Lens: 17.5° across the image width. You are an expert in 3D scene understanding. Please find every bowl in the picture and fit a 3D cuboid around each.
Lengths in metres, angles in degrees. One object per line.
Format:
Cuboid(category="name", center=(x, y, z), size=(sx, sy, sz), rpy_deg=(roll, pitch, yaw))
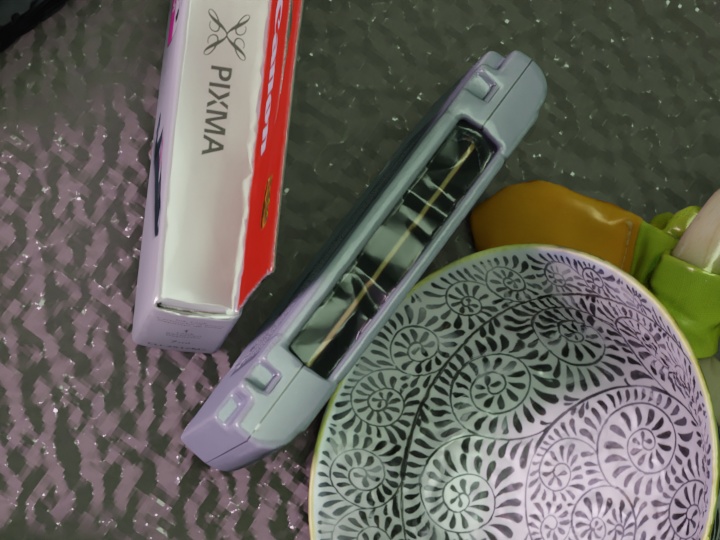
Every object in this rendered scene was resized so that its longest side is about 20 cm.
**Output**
Cuboid(category="bowl", center=(0.084, 0.096, 1.000), size=(0.094, 0.200, 0.202), rpy_deg=(19, 70, -51))

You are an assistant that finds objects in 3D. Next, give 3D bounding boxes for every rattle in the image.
Cuboid(category="rattle", center=(0.176, -0.017, 1.092), size=(0.200, 0.142, 0.131), rpy_deg=(-35, 119, -30))

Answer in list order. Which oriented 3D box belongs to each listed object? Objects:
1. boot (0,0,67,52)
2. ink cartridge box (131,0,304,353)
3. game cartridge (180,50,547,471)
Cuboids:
Cuboid(category="boot", center=(-0.209, -0.166, 1.026), size=(0.200, 0.076, 0.168), rpy_deg=(-40, 91, -22))
Cuboid(category="ink cartridge box", center=(-0.059, -0.078, 0.986), size=(0.043, 0.174, 0.201), rpy_deg=(7, 77, -8))
Cuboid(category="game cartridge", center=(0.000, 0.000, 1.002), size=(0.040, 0.133, 0.200), rpy_deg=(39, 75, -7))
